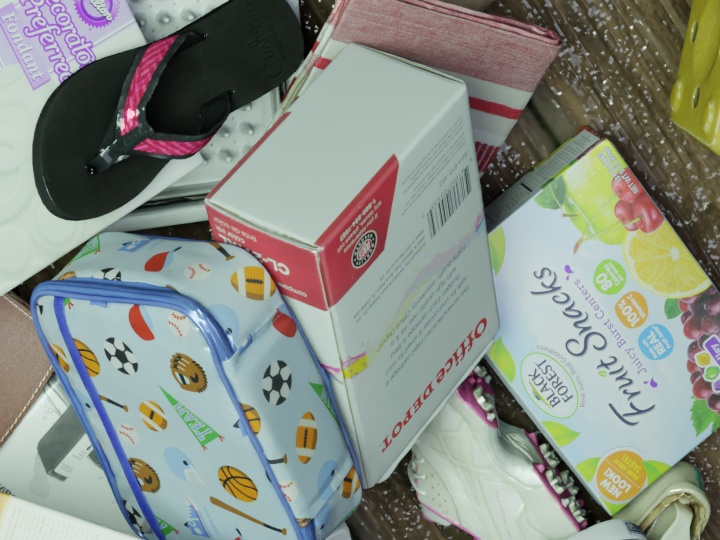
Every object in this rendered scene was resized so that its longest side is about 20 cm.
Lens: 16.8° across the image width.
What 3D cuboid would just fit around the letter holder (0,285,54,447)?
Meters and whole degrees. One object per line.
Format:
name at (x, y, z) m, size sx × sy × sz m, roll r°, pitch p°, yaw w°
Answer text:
letter holder at (-0.283, 0.067, 1.423) m, size 0.142 × 0.101 × 0.200 m, roll 40°, pitch 92°, yaw -20°

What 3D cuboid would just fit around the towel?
towel at (0.013, -0.076, 1.429) m, size 0.143 × 0.023 × 0.201 m, roll 13°, pitch 126°, yaw -28°

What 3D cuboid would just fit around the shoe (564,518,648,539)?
shoe at (0.105, 0.242, 1.522) m, size 0.199 × 0.091 × 0.071 m, roll -32°, pitch 144°, yaw 17°

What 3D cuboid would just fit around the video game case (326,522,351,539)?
video game case at (-0.074, 0.265, 1.507) m, size 0.181 × 0.024 × 0.201 m, roll -23°, pitch 126°, yaw -18°

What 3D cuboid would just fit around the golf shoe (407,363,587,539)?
golf shoe at (0.056, 0.108, 1.521) m, size 0.091 × 0.075 × 0.200 m, roll -35°, pitch 101°, yaw 15°

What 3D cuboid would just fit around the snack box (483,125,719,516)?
snack box at (0.149, 0.032, 1.532) m, size 0.142 × 0.053 × 0.200 m, roll -39°, pitch 108°, yaw 0°

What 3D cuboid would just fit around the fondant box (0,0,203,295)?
fondant box at (-0.202, -0.074, 1.344) m, size 0.200 × 0.058 × 0.145 m, roll -36°, pitch 110°, yaw -30°

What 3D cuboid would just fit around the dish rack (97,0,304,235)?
dish rack at (-0.133, -0.112, 1.441) m, size 0.198 × 0.044 × 0.173 m, roll -8°, pitch 104°, yaw -10°

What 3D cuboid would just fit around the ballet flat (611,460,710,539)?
ballet flat at (0.164, 0.213, 1.568) m, size 0.069 × 0.069 × 0.201 m, roll 28°, pitch 96°, yaw -17°

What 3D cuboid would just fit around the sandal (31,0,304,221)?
sandal at (-0.101, -0.098, 1.351) m, size 0.200 × 0.045 × 0.076 m, roll -38°, pitch 111°, yaw -30°

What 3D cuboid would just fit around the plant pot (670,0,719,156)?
plant pot at (0.299, -0.121, 1.463) m, size 0.198 × 0.194 × 0.197 m, roll 9°, pitch 101°, yaw -8°

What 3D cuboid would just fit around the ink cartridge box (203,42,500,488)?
ink cartridge box at (0.000, 0.000, 1.374) m, size 0.146 × 0.082 × 0.201 m, roll -49°, pitch 147°, yaw -32°

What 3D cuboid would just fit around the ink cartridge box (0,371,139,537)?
ink cartridge box at (-0.149, 0.114, 1.469) m, size 0.144 × 0.084 × 0.200 m, roll 41°, pitch 92°, yaw -18°

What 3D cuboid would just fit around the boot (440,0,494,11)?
boot at (0.056, -0.172, 1.460) m, size 0.145 × 0.070 × 0.201 m, roll -28°, pitch 119°, yaw -16°

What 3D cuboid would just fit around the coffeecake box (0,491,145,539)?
coffeecake box at (-0.152, 0.178, 1.343) m, size 0.199 × 0.153 × 0.074 m, roll 21°, pitch 79°, yaw -15°

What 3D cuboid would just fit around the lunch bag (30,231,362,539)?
lunch bag at (-0.093, 0.077, 1.344) m, size 0.076 × 0.159 × 0.201 m, roll -46°, pitch 128°, yaw -40°
